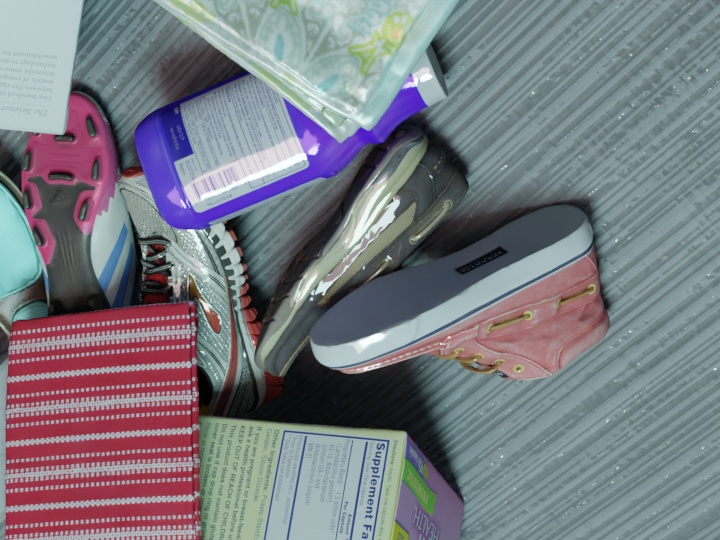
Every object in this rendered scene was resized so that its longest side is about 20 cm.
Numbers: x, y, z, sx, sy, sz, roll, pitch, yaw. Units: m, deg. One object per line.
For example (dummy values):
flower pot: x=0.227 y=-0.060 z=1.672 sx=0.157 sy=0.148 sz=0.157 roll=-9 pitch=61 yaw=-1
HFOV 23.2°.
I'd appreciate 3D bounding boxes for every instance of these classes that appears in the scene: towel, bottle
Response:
towel: x=-0.015 y=-0.202 z=1.039 sx=0.170 sy=0.048 sz=0.201 roll=35 pitch=97 yaw=-4
bottle: x=-0.043 y=-0.095 z=1.118 sx=0.198 sy=0.065 sz=0.084 roll=-22 pitch=85 yaw=11
towel: x=-0.170 y=0.126 z=1.161 sx=0.143 sy=0.022 sz=0.202 roll=-6 pitch=76 yaw=17

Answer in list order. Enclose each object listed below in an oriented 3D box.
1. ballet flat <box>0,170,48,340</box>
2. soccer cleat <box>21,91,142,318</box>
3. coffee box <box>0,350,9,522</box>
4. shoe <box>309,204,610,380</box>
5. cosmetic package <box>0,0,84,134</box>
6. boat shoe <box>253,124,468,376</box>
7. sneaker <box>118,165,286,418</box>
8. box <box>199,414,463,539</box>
ballet flat: x=-0.245 y=0.011 z=1.271 sx=0.067 sy=0.062 sz=0.202 roll=-21 pitch=111 yaw=-1
soccer cleat: x=-0.193 y=-0.024 z=1.236 sx=0.069 sy=0.086 sz=0.202 roll=-2 pitch=94 yaw=15
coffee box: x=-0.296 y=0.137 z=1.291 sx=0.080 sy=0.114 sz=0.199 roll=50 pitch=147 yaw=-11
shoe: x=0.069 y=0.039 z=1.127 sx=0.199 sy=0.071 sz=0.092 roll=-25 pitch=117 yaw=-12
cosmetic package: x=-0.270 y=-0.206 z=1.078 sx=0.197 sy=0.123 sz=0.202 roll=5 pitch=123 yaw=-17
boat shoe: x=0.000 y=0.000 z=1.159 sx=0.073 sy=0.075 sz=0.201 roll=33 pitch=114 yaw=-10
sneaker: x=-0.120 y=0.021 z=1.206 sx=0.078 sy=0.082 sz=0.202 roll=10 pitch=127 yaw=56
box: x=-0.046 y=0.174 z=1.222 sx=0.198 sy=0.098 sz=0.176 roll=4 pitch=159 yaw=19
